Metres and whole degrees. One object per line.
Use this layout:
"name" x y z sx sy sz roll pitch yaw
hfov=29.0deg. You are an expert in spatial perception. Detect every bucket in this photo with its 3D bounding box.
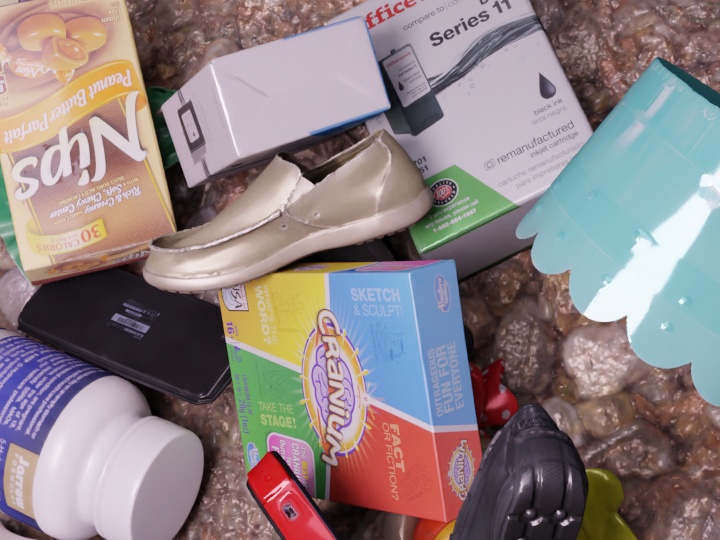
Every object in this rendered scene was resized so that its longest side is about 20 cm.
"bucket" 0.212 -0.023 0.837 0.207 0.206 0.136 43 109 25

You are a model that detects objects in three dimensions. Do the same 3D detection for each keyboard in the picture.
"keyboard" -0.153 0.026 1.031 0.198 0.021 0.128 19 58 31

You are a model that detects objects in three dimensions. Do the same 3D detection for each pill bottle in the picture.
"pill bottle" -0.217 0.122 0.991 0.198 0.120 0.121 19 79 23

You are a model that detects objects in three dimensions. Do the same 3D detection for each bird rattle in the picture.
"bird rattle" 0.070 0.155 0.901 0.199 0.112 0.164 38 103 28

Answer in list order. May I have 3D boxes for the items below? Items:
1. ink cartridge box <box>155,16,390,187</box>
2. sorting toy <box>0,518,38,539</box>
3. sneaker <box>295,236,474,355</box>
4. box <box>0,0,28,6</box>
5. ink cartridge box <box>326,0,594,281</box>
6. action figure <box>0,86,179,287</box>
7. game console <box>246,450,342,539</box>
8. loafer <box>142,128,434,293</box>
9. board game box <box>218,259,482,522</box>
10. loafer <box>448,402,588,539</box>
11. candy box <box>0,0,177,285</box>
"ink cartridge box" -0.069 -0.113 0.990 0.115 0.200 0.068 -20 93 -19
"sorting toy" -0.265 0.259 0.951 0.178 0.107 0.203 -10 69 29
"sneaker" 0.000 0.000 0.987 0.198 0.076 0.091 28 79 23
"box" -0.344 -0.190 1.151 0.197 0.097 0.178 6 74 21
"ink cartridge box" 0.078 -0.115 0.992 0.145 0.083 0.202 -26 66 9
"action figure" -0.197 -0.084 1.085 0.199 0.055 0.119 -34 74 -6
"game console" 0.005 0.211 0.858 0.031 0.177 0.201 -36 64 -6
"loafer" -0.053 -0.041 0.914 0.197 0.076 0.069 -18 104 -1
"board game box" -0.010 0.072 0.899 0.199 0.040 0.155 -1 100 49
"loafer" 0.083 0.165 0.805 0.067 0.203 0.071 6 37 -10
"candy box" -0.211 -0.102 1.033 0.114 0.055 0.203 -13 78 -8
